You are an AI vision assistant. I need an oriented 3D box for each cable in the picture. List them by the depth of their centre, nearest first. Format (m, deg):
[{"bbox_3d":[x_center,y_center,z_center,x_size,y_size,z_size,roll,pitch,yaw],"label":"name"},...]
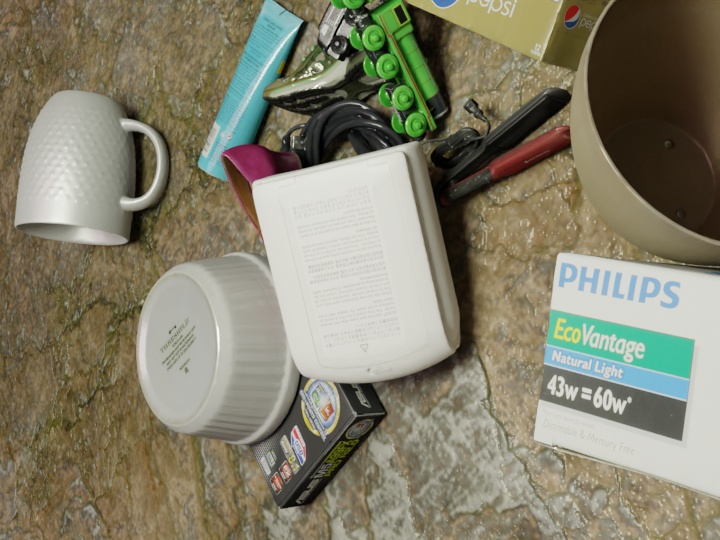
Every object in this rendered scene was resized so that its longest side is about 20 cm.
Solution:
[{"bbox_3d":[-0.013,-0.065,1.072,0.161,0.050,0.204,-7,87,39],"label":"cable"}]

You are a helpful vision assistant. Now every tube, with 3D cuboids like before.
[{"bbox_3d":[-0.125,-0.201,1.197,0.077,0.050,0.202,37,110,37],"label":"tube"}]

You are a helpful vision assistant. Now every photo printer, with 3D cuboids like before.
[{"bbox_3d":[0.000,0.000,0.965,0.164,0.069,0.204,-12,97,21],"label":"photo printer"}]

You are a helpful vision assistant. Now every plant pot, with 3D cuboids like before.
[{"bbox_3d":[0.226,-0.087,0.729,0.135,0.197,0.204,114,144,-70],"label":"plant pot"}]

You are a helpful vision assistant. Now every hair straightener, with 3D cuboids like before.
[{"bbox_3d":[0.109,-0.112,0.950,0.199,0.040,0.078,-32,65,46],"label":"hair straightener"}]

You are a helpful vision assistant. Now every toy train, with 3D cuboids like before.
[{"bbox_3d":[0.023,-0.211,0.960,0.202,0.056,0.042,61,165,-25],"label":"toy train"},{"bbox_3d":[0.014,-0.290,0.978,0.045,0.034,0.202,33,103,19],"label":"toy train"}]

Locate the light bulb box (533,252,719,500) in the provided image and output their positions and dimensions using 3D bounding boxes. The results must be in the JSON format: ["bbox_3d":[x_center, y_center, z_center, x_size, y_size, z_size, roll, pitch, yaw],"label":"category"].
[{"bbox_3d":[0.247,0.066,0.667,0.197,0.198,0.127,12,96,47],"label":"light bulb box"}]

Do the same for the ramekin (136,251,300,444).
[{"bbox_3d":[-0.156,0.082,1.115,0.200,0.093,0.206,-3,86,47],"label":"ramekin"}]

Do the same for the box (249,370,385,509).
[{"bbox_3d":[-0.072,0.120,1.121,0.161,0.044,0.201,-52,53,33],"label":"box"}]

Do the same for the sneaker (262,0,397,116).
[{"bbox_3d":[-0.021,-0.217,1.074,0.198,0.076,0.090,-15,67,39],"label":"sneaker"}]

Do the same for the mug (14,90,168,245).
[{"bbox_3d":[-0.338,-0.133,1.367,0.196,0.148,0.179,2,81,17],"label":"mug"}]

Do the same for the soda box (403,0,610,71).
[{"bbox_3d":[0.116,-0.236,0.919,0.199,0.067,0.065,37,115,41],"label":"soda box"}]

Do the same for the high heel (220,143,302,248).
[{"bbox_3d":[-0.082,-0.025,1.036,0.067,0.095,0.204,-12,85,41],"label":"high heel"}]
